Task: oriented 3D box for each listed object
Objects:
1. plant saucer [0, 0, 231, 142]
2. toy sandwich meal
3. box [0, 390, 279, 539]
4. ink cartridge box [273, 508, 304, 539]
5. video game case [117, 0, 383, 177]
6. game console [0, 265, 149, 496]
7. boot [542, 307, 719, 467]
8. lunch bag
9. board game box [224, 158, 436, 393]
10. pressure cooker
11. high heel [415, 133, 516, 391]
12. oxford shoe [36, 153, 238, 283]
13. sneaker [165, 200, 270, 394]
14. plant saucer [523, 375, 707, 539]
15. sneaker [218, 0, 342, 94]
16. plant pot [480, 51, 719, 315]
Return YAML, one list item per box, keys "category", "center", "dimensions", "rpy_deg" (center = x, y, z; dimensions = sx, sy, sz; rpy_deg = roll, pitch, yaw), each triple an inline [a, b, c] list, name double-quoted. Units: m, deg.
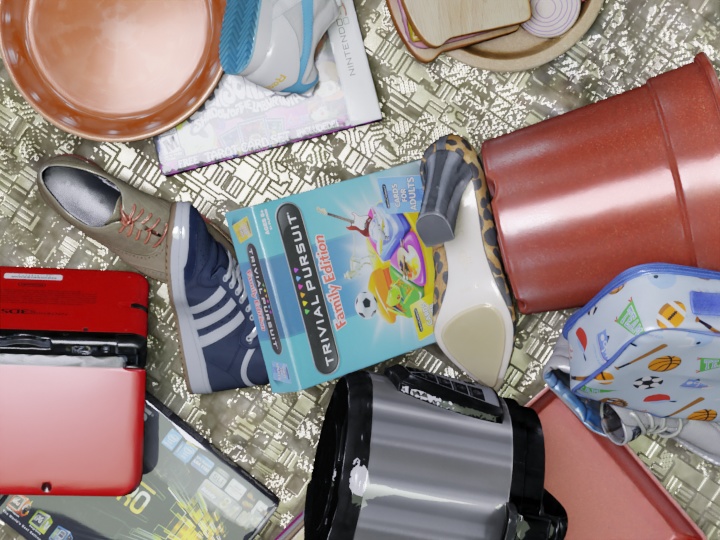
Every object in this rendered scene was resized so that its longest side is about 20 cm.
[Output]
- category: "plant saucer"
  center: [-0.203, -0.208, 1.265]
  dimensions: [0.198, 0.032, 0.202]
  rpy_deg: [0, 92, 2]
- category: "toy sandwich meal"
  center: [0.116, -0.262, 1.278]
  dimensions: [0.203, 0.070, 0.207]
  rpy_deg: [0, 93, 0]
- category: "box"
  center: [-0.194, 0.202, 1.314]
  dimensions: [0.200, 0.049, 0.162]
  rpy_deg: [39, 89, -1]
- category: "ink cartridge box"
  center: [-0.033, 0.308, 1.309]
  dimensions: [0.200, 0.075, 0.165]
  rpy_deg: [-44, 92, 2]
- category: "video game case"
  center: [-0.097, -0.192, 1.298]
  dimensions: [0.198, 0.036, 0.183]
  rpy_deg: [-14, 92, 0]
- category: "game console"
  center: [-0.279, 0.088, 1.265]
  dimensions: [0.198, 0.173, 0.120]
  rpy_deg: [3, 121, -9]
- category: "boot"
  center: [0.242, 0.122, 1.283]
  dimensions: [0.199, 0.074, 0.096]
  rpy_deg: [37, 49, 4]
- category: "lunch bag"
  center: [0.272, 0.055, 1.192]
  dimensions: [0.198, 0.160, 0.076]
  rpy_deg: [7, 60, -18]
- category: "board game box"
  center: [0.000, 0.000, 1.254]
  dimensions: [0.199, 0.047, 0.152]
  rpy_deg: [-18, 94, -34]
- category: "pressure cooker"
  center: [0.064, 0.178, 1.199]
  dimensions: [0.198, 0.179, 0.177]
  rpy_deg: [12, 49, -8]
- category: "high heel"
  center: [0.096, -0.010, 1.265]
  dimensions: [0.071, 0.143, 0.201]
  rpy_deg: [-9, 124, 18]
- category: "oxford shoe"
  center: [-0.189, -0.034, 1.287]
  dimensions: [0.199, 0.075, 0.071]
  rpy_deg: [25, 92, -3]
- category: "sneaker"
  center: [-0.101, 0.022, 1.257]
  dimensions: [0.107, 0.070, 0.201]
  rpy_deg: [-1, 132, 3]
- category: "plant saucer"
  center: [0.166, 0.226, 1.325]
  dimensions: [0.199, 0.037, 0.200]
  rpy_deg: [-41, 94, 2]
- category: "sneaker"
  center: [-0.057, -0.244, 1.247]
  dimensions: [0.080, 0.076, 0.202]
  rpy_deg: [19, 78, -34]
- category: "plant pot"
  center: [0.208, -0.056, 1.240]
  dimensions: [0.194, 0.201, 0.203]
  rpy_deg: [-14, 93, 8]
